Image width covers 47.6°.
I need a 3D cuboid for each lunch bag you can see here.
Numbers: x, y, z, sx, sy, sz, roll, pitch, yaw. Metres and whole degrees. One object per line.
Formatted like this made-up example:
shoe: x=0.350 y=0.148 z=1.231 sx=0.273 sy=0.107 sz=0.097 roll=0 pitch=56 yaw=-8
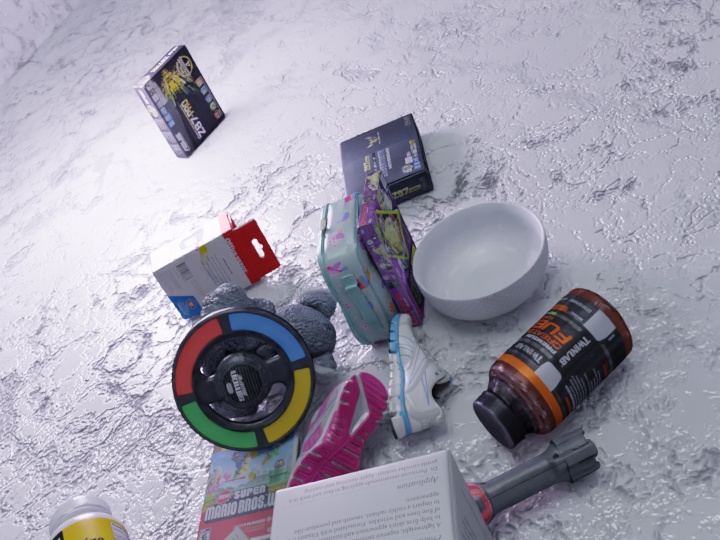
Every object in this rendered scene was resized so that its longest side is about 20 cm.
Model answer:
lunch bag: x=0.000 y=0.000 z=1.191 sx=0.075 sy=0.202 sz=0.163 roll=-14 pitch=41 yaw=19

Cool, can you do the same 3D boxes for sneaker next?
sneaker: x=0.080 y=0.138 z=1.105 sx=0.084 sy=0.076 sz=0.203 roll=-7 pitch=44 yaw=5
sneaker: x=-0.035 y=0.230 z=1.063 sx=0.202 sy=0.081 sz=0.088 roll=-58 pitch=10 yaw=-15

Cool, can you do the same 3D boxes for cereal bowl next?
cereal bowl: x=0.178 y=-0.003 z=1.177 sx=0.196 sy=0.084 sz=0.203 roll=-18 pitch=38 yaw=15

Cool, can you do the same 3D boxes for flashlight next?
flashlight: x=0.171 y=0.244 z=0.924 sx=0.196 sy=0.069 sz=0.068 roll=-26 pitch=34 yaw=-4

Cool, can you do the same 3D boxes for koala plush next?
koala plush: x=-0.125 y=0.102 z=1.199 sx=0.194 sy=0.186 sz=0.181 roll=-1 pitch=51 yaw=4

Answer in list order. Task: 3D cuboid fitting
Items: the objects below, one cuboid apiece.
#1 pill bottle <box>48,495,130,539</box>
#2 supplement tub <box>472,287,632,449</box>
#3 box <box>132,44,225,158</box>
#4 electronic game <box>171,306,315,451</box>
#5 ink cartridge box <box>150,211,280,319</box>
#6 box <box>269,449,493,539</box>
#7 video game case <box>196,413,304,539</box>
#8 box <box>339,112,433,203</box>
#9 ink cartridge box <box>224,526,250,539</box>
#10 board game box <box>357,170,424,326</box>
pill bottle: x=-0.342 y=0.387 z=1.043 sx=0.111 sy=0.114 sz=0.200 roll=-34 pitch=38 yaw=-8
supplement tub: x=0.228 y=0.121 z=0.986 sx=0.199 sy=0.108 sz=0.106 roll=-40 pitch=39 yaw=-15
box: x=-0.418 y=-0.393 z=1.903 sx=0.048 sy=0.202 sz=0.162 roll=9 pitch=50 yaw=39
electronic game: x=-0.158 y=0.148 z=1.106 sx=0.196 sy=0.204 sz=0.042 roll=-25 pitch=13 yaw=3
ink cartridge box: x=-0.253 y=-0.017 z=1.429 sx=0.197 sy=0.118 sz=0.068 roll=-28 pitch=36 yaw=0
box: x=0.033 y=0.310 z=0.820 sx=0.194 sy=0.202 sz=0.132 roll=-16 pitch=37 yaw=15
video game case: x=-0.148 y=0.285 z=1.113 sx=0.140 sy=0.018 sz=0.203 roll=-17 pitch=39 yaw=16
box: x=0.044 y=-0.195 z=1.507 sx=0.154 sy=0.052 sz=0.202 roll=-21 pitch=39 yaw=12
ink cartridge box: x=-0.174 y=0.416 z=0.940 sx=0.200 sy=0.068 sz=0.115 roll=-43 pitch=40 yaw=-17
board game box: x=0.050 y=-0.030 z=1.193 sx=0.032 sy=0.202 sz=0.122 roll=-15 pitch=38 yaw=17
